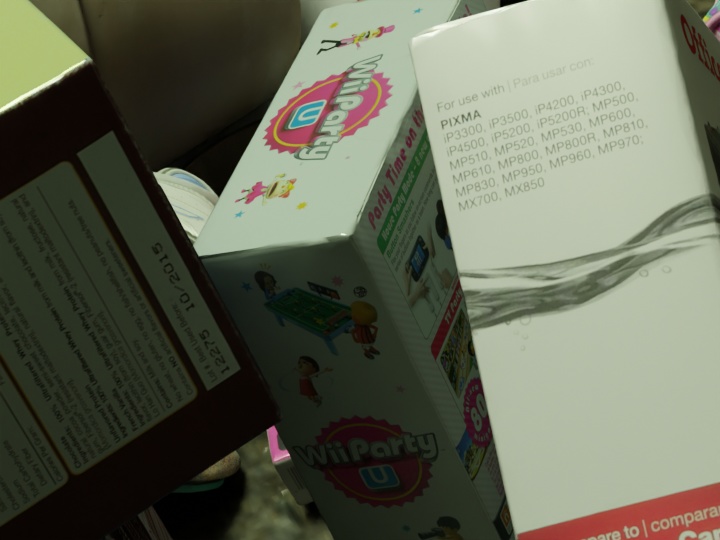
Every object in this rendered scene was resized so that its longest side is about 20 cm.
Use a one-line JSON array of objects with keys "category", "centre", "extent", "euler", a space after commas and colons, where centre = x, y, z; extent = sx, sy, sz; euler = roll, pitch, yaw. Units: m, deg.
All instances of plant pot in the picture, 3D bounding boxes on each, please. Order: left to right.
[{"category": "plant pot", "centre": [-0.130, -0.119, 1.137], "extent": [0.173, 0.201, 0.200], "euler": [-19, 23, -30]}]

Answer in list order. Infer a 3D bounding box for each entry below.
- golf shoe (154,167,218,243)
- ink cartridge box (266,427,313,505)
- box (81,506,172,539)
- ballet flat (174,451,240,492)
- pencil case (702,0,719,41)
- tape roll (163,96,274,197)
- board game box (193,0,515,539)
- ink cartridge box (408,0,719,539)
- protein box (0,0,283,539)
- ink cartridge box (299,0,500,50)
[{"category": "golf shoe", "centre": [-0.142, -0.011, 0.985], "extent": [0.199, 0.079, 0.097], "euler": [-3, 17, -20]}, {"category": "ink cartridge box", "centre": [0.000, 0.000, 1.013], "extent": [0.094, 0.037, 0.201], "euler": [-20, 44, 9]}, {"category": "box", "centre": [-0.147, 0.153, 0.814], "extent": [0.199, 0.166, 0.164], "euler": [-29, 31, -2]}, {"category": "ballet flat", "centre": [-0.115, 0.052, 0.937], "extent": [0.068, 0.068, 0.200], "euler": [18, 9, 38]}, {"category": "pencil case", "centre": [0.208, -0.142, 1.062], "extent": [0.087, 0.088, 0.200], "euler": [-6, 37, 33]}, {"category": "tape roll", "centre": [-0.043, -0.030, 1.141], "extent": [0.202, 0.037, 0.203], "euler": [-21, 30, 13]}, {"category": "board game box", "centre": [0.030, 0.025, 0.832], "extent": [0.064, 0.201, 0.148], "euler": [-8, 34, 27]}, {"category": "ink cartridge box", "centre": [0.092, 0.025, 0.744], "extent": [0.082, 0.147, 0.201], "euler": [-16, 75, 17]}, {"category": "protein box", "centre": [-0.167, 0.013, 0.743], "extent": [0.199, 0.135, 0.198], "euler": [-32, 31, -10]}, {"category": "ink cartridge box", "centre": [-0.027, -0.181, 1.230], "extent": [0.199, 0.147, 0.084], "euler": [1, 3, 43]}]
